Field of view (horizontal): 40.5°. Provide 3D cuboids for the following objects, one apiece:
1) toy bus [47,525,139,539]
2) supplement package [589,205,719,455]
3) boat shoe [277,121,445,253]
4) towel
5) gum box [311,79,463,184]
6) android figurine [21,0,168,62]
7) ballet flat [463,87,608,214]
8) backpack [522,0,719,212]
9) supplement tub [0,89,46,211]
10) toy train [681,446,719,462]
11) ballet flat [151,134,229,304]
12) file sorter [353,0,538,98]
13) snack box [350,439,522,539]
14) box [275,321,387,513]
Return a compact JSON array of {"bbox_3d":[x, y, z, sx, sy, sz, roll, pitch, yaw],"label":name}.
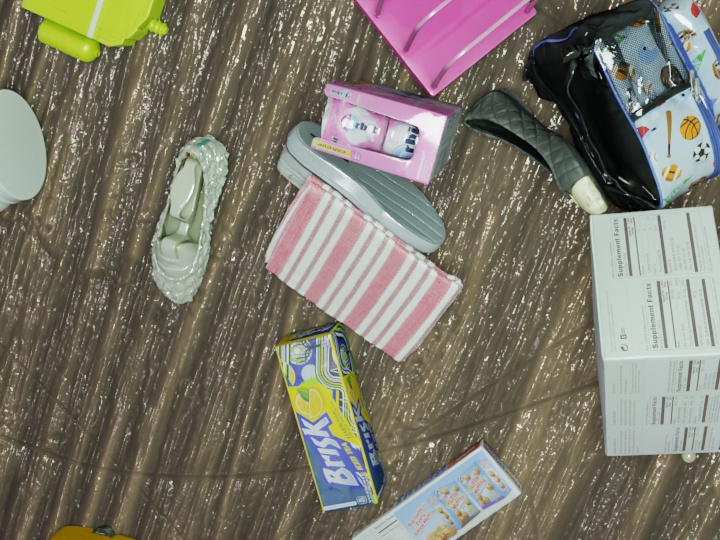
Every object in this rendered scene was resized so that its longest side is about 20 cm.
[{"bbox_3d":[-0.294,0.371,1.193,0.199,0.065,0.079,12,104,9],"label":"toy bus"},{"bbox_3d":[0.278,0.062,0.920,0.110,0.156,0.200,-4,145,12],"label":"supplement package"},{"bbox_3d":[0.000,-0.080,1.050,0.200,0.074,0.067,40,133,1],"label":"boat shoe"},{"bbox_3d":[0.000,0.000,1.047,0.200,0.030,0.146,35,136,1],"label":"towel"},{"bbox_3d":[0.031,-0.140,0.953,0.113,0.200,0.066,17,104,6],"label":"gum box"},{"bbox_3d":[-0.292,-0.322,1.067,0.199,0.041,0.183,23,104,7],"label":"android figurine"},{"bbox_3d":[0.175,-0.112,0.959,0.057,0.066,0.200,-39,48,2],"label":"ballet flat"},{"bbox_3d":[0.261,-0.155,0.922,0.154,0.200,0.191,-23,99,2],"label":"backpack"},{"bbox_3d":[-0.472,-0.126,1.090,0.199,0.145,0.146,-7,100,13],"label":"supplement tub"},{"bbox_3d":[0.427,0.148,1.009,0.199,0.056,0.151,19,106,11],"label":"toy train"},{"bbox_3d":[-0.201,-0.055,1.090,0.071,0.072,0.201,17,105,8],"label":"ballet flat"},{"bbox_3d":[0.067,-0.297,0.936,0.139,0.125,0.200,-39,92,-3],"label":"file sorter"},{"bbox_3d":[0.085,0.279,1.118,0.200,0.024,0.072,-39,92,16],"label":"snack box"},{"bbox_3d":[-0.031,0.165,1.099,0.070,0.064,0.201,-14,99,14],"label":"box"}]
